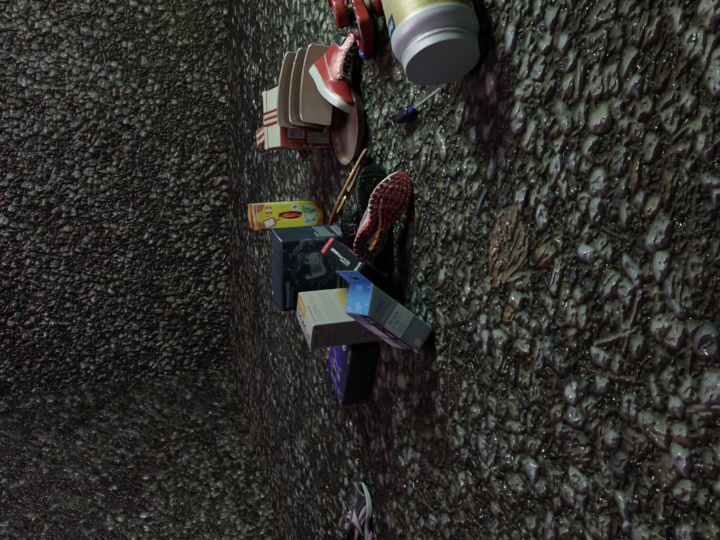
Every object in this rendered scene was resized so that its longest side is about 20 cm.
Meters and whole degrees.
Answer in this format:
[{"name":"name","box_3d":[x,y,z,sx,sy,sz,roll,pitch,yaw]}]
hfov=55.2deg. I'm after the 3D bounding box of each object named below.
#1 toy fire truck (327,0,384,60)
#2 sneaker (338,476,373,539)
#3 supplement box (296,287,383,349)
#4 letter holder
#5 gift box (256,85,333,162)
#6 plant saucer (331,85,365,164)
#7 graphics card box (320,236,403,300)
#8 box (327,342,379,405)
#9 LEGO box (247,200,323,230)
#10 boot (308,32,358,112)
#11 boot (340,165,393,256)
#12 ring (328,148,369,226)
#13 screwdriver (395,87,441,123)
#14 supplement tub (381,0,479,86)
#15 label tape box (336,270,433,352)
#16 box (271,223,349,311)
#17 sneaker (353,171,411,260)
[{"name":"toy fire truck","box_3d":[-0.003,-0.556,1.504,0.168,0.112,0.200,70,-178,-56]},{"name":"sneaker","box_3d":[-0.018,0.659,1.840,0.080,0.086,0.201,170,95,-69]},{"name":"supplement box","box_3d":[-0.035,0.105,1.580,0.126,0.199,0.074,-119,30,-50]},{"name":"letter holder","box_3d":[-0.137,-0.465,1.751,0.101,0.142,0.201,173,104,-81]},{"name":"gift box","box_3d":[-0.182,-0.405,1.908,0.187,0.184,0.201,-159,72,-67]},{"name":"plant saucer","box_3d":[-0.028,-0.364,1.705,0.200,0.032,0.201,175,90,-72]},{"name":"graphics card box","box_3d":[0.000,0.000,1.552,0.051,0.125,0.200,-53,30,3]},{"name":"box","box_3d":[-0.022,0.225,1.764,0.141,0.079,0.200,-119,31,-45]},{"name":"LEGO box","box_3d":[-0.227,-0.168,2.069,0.149,0.199,0.077,-164,70,-69]},{"name":"boot","box_3d":[-0.037,-0.470,1.608,0.144,0.072,0.200,-46,48,22]},{"name":"boot","box_3d":[0.008,-0.135,1.581,0.158,0.079,0.212,-158,64,-69]},{"name":"ring","box_3d":[-0.024,-0.190,1.607,0.201,0.019,0.200,-64,-1,-2]},{"name":"screwdriver","box_3d":[0.107,-0.316,1.318,0.200,0.029,0.028,166,98,-76]},{"name":"supplement tub","box_3d":[0.111,-0.418,1.116,0.144,0.144,0.201,128,134,-63]},{"name":"label tape box","box_3d":[0.031,0.083,1.401,0.063,0.200,0.144,-57,15,-12]},{"name":"box","box_3d":[-0.128,-0.010,1.823,0.117,0.199,0.197,-135,43,-61]},{"name":"sneaker","box_3d":[0.041,-0.122,1.449,0.200,0.078,0.082,-59,11,21]}]
